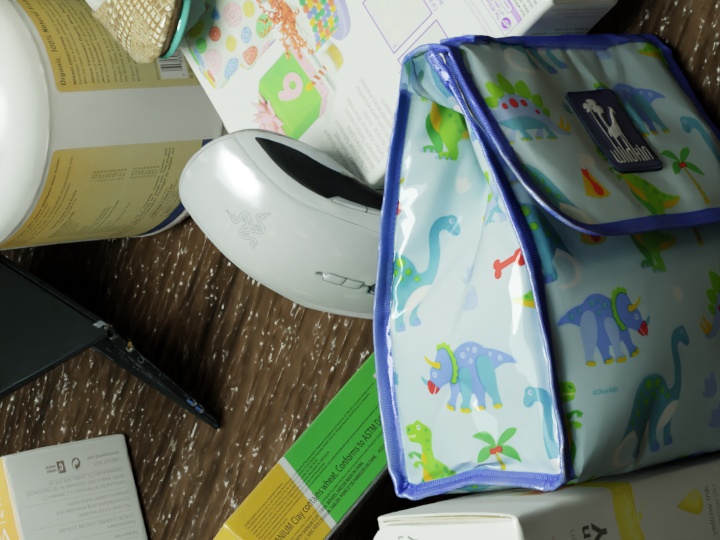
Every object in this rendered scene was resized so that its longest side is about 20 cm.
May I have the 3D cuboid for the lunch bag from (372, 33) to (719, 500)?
[{"bbox_3d":[0.095,-0.008,1.338,0.127,0.170,0.201,-10,88,41],"label":"lunch bag"}]

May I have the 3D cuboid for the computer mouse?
[{"bbox_3d":[0.000,0.000,1.417,0.110,0.199,0.044,-46,30,34],"label":"computer mouse"}]

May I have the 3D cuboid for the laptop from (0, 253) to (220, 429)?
[{"bbox_3d":[-0.202,0.044,1.563,0.177,0.200,0.103,31,81,34],"label":"laptop"}]

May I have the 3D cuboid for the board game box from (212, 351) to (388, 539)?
[{"bbox_3d":[-0.038,0.129,1.437,0.040,0.153,0.200,39,144,4],"label":"board game box"}]

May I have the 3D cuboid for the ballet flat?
[{"bbox_3d":[-0.125,-0.166,1.508,0.071,0.065,0.200,-62,18,22],"label":"ballet flat"}]

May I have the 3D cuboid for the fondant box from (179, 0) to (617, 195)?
[{"bbox_3d":[0.011,-0.124,1.429,0.200,0.058,0.145,-44,67,33],"label":"fondant box"}]

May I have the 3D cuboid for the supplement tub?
[{"bbox_3d":[-0.179,-0.083,1.542,0.144,0.200,0.145,5,97,40],"label":"supplement tub"}]

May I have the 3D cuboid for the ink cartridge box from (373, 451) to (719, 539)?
[{"bbox_3d":[0.106,0.166,1.327,0.083,0.200,0.146,-7,91,41],"label":"ink cartridge box"}]

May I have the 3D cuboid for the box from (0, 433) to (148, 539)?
[{"bbox_3d":[-0.182,0.205,1.643,0.124,0.097,0.201,-18,83,40],"label":"box"}]
